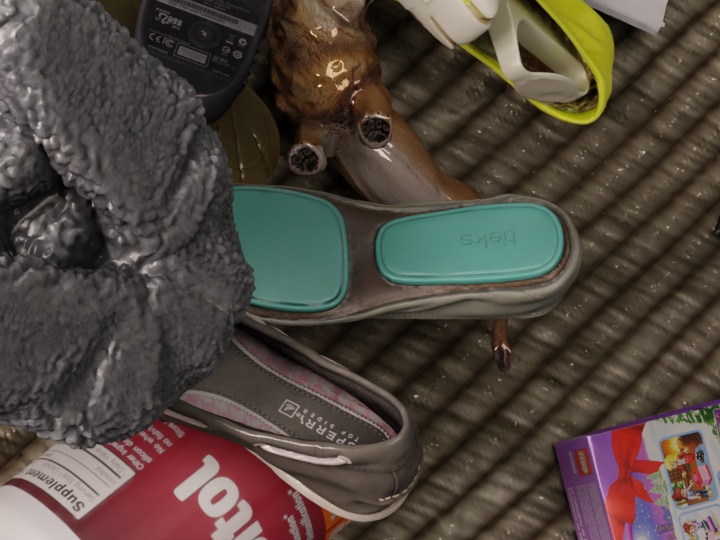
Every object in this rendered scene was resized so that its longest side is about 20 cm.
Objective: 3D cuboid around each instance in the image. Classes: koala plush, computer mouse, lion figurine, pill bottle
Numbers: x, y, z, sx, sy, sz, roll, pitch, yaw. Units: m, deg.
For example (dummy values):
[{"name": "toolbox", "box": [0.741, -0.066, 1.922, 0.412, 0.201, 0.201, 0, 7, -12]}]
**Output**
[{"name": "koala plush", "box": [-0.163, -0.022, 0.896, 0.184, 0.200, 0.178, 32, 75, -46]}, {"name": "computer mouse", "box": [-0.061, -0.144, 1.042, 0.059, 0.034, 0.200, 22, 56, -3]}, {"name": "lion figurine", "box": [0.018, -0.050, 1.095, 0.072, 0.123, 0.200, -28, 110, 11]}, {"name": "pill bottle", "box": [-0.097, 0.119, 0.990, 0.200, 0.113, 0.113, -39, 96, -24]}]

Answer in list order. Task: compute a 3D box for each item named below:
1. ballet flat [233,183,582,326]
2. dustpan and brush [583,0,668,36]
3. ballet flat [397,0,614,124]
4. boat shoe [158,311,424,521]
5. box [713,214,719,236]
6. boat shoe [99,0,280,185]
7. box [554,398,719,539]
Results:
[{"name": "ballet flat", "box": [0.000, 0.000, 1.017, 0.200, 0.064, 0.068, 1, 68, -1]}, {"name": "dustpan and brush", "box": [0.115, -0.237, 1.191, 0.139, 0.057, 0.200, 19, 79, -29]}, {"name": "ballet flat", "box": [0.063, -0.131, 1.098, 0.200, 0.067, 0.067, 32, 45, -43]}, {"name": "boat shoe", "box": [-0.062, 0.038, 0.942, 0.200, 0.057, 0.067, 26, 60, 10]}, {"name": "box", "box": [0.308, -0.044, 1.229, 0.200, 0.046, 0.159, 31, 69, -15]}, {"name": "boat shoe", "box": [-0.127, -0.101, 1.037, 0.201, 0.066, 0.072, 42, 47, -20]}, {"name": "box", "box": [0.189, 0.168, 1.140, 0.137, 0.039, 0.200, -11, 84, -25]}]
